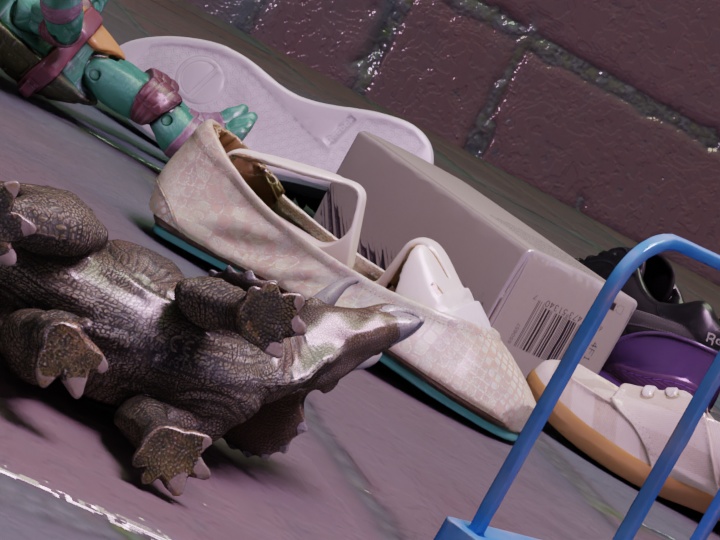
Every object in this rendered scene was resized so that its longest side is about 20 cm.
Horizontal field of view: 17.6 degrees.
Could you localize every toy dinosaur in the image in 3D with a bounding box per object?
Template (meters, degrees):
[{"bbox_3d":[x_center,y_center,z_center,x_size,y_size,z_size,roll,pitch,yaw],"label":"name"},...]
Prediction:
[{"bbox_3d":[-0.076,0.010,0.651,0.199,0.077,0.102,22,-4,-16],"label":"toy dinosaur"}]

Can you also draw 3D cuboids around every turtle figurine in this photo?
[{"bbox_3d":[-0.145,-0.131,1.225,0.200,0.101,0.150,43,18,-13],"label":"turtle figurine"}]

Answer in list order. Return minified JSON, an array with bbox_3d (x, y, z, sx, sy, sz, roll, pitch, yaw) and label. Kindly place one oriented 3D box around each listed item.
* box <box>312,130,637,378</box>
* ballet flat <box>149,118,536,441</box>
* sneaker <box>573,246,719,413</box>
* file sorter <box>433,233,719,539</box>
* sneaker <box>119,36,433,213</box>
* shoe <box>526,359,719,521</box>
[{"bbox_3d":[0.054,-0.003,1.224,0.082,0.069,0.200,25,7,-31],"label":"box"},{"bbox_3d":[0.000,0.000,1.000,0.199,0.063,0.067,30,7,7],"label":"ballet flat"},{"bbox_3d":[0.135,0.022,1.291,0.076,0.088,0.200,22,9,-44],"label":"sneaker"},{"bbox_3d":[0.152,0.093,0.686,0.200,0.123,0.138,34,8,39],"label":"file sorter"},{"bbox_3d":[-0.056,-0.076,1.367,0.199,0.071,0.099,19,-12,2],"label":"sneaker"},{"bbox_3d":[0.169,0.089,1.077,0.199,0.054,0.070,31,7,13],"label":"shoe"}]
